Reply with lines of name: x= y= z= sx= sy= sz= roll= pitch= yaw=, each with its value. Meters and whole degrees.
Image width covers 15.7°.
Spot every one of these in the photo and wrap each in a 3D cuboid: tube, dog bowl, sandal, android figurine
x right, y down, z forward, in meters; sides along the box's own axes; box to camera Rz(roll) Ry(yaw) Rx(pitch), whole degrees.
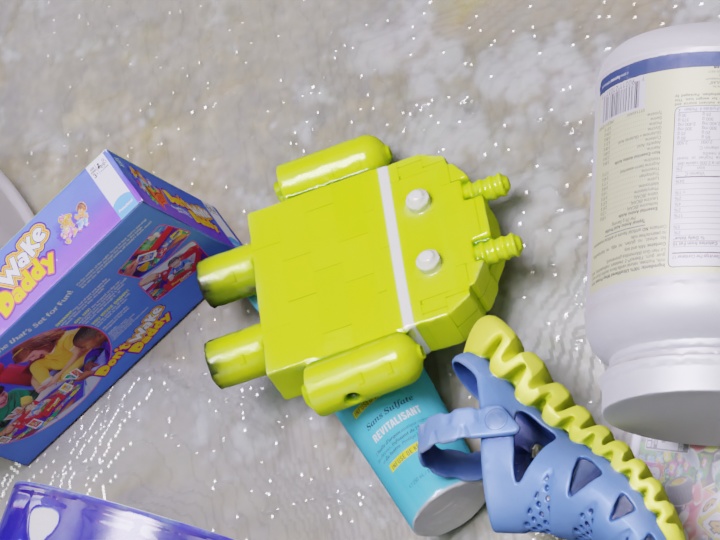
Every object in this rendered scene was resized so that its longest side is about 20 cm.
tube: x=0.007 y=0.064 z=1.540 sx=0.077 sy=0.050 sz=0.200 roll=-32 pitch=58 yaw=-1
dog bowl: x=-0.113 y=0.185 z=1.475 sx=0.199 sy=0.200 sz=0.079 roll=12 pitch=79 yaw=29
sandal: x=0.103 y=0.116 z=1.427 sx=0.087 sy=0.080 sz=0.200 roll=-40 pitch=53 yaw=-9
android figurine: x=0.000 y=0.000 z=1.535 sx=0.199 sy=0.041 sz=0.183 roll=-18 pitch=51 yaw=15

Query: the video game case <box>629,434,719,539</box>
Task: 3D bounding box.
video game case: x=0.231 y=0.156 z=1.413 sx=0.199 sy=0.018 sz=0.144 roll=6 pitch=78 yaw=28

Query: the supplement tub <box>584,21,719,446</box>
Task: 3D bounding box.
supplement tub: x=0.194 y=-0.017 z=1.402 sx=0.144 sy=0.145 sz=0.201 roll=-4 pitch=72 yaw=26

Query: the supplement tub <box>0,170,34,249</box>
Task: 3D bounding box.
supplement tub: x=-0.305 y=0.017 z=1.658 sx=0.200 sy=0.132 sz=0.132 roll=-35 pitch=64 yaw=13

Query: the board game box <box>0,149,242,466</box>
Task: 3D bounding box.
board game box: x=-0.180 y=0.026 z=1.590 sx=0.200 sy=0.134 sz=0.045 roll=-43 pitch=62 yaw=10
